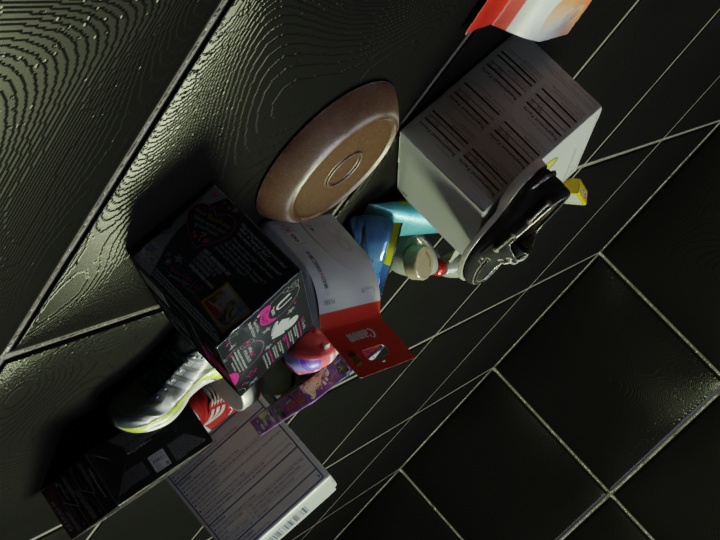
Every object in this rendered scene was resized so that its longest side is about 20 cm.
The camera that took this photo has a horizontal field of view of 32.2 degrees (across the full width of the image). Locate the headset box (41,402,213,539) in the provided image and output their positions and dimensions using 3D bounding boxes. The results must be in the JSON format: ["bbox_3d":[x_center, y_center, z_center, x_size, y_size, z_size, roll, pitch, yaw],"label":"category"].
[{"bbox_3d":[-0.290,0.243,1.525,0.149,0.077,0.200,-31,177,-37],"label":"headset box"}]

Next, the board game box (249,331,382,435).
[{"bbox_3d":[-0.057,0.140,1.520,0.120,0.032,0.200,-32,176,-27],"label":"board game box"}]

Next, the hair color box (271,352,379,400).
[{"bbox_3d":[-0.061,0.116,1.794,0.200,0.100,0.061,-28,159,-46],"label":"hair color box"}]

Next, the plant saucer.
[{"bbox_3d":[-0.026,-0.119,1.350,0.200,0.034,0.200,-41,166,-13],"label":"plant saucer"}]

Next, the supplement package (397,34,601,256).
[{"bbox_3d":[0.167,-0.149,1.555,0.200,0.147,0.191,-41,166,-12],"label":"supplement package"}]

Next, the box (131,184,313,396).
[{"bbox_3d":[-0.133,0.023,1.266,0.115,0.132,0.200,-42,165,-12],"label":"box"}]

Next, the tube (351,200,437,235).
[{"bbox_3d":[0.086,-0.072,1.678,0.199,0.051,0.078,-7,143,-28],"label":"tube"}]

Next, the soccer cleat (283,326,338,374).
[{"bbox_3d":[-0.061,0.094,1.440,0.200,0.066,0.077,-100,-158,-78],"label":"soccer cleat"}]

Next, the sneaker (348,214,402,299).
[{"bbox_3d":[0.000,0.000,1.662,0.201,0.078,0.066,104,-2,-46],"label":"sneaker"}]

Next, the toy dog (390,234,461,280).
[{"bbox_3d":[0.090,-0.038,1.785,0.200,0.131,0.097,-7,103,-74],"label":"toy dog"}]

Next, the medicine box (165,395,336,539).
[{"bbox_3d":[-0.167,0.292,1.807,0.182,0.200,0.103,-41,163,-8],"label":"medicine box"}]

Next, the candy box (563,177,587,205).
[{"bbox_3d":[0.207,-0.117,1.713,0.102,0.199,0.027,12,85,-74],"label":"candy box"}]

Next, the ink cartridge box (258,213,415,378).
[{"bbox_3d":[-0.020,0.022,1.430,0.057,0.200,0.162,-52,163,20],"label":"ink cartridge box"}]

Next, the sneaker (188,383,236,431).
[{"bbox_3d":[-0.191,0.159,1.625,0.112,0.071,0.200,-37,173,-7],"label":"sneaker"}]

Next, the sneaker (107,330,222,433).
[{"bbox_3d":[-0.215,0.110,1.457,0.200,0.074,0.081,-39,149,-24],"label":"sneaker"}]

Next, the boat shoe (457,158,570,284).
[{"bbox_3d":[0.180,-0.043,1.466,0.074,0.060,0.200,-27,156,-46],"label":"boat shoe"}]

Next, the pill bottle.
[{"bbox_3d":[-0.099,0.088,1.588,0.200,0.112,0.112,-36,164,-26],"label":"pill bottle"}]

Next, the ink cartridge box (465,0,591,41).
[{"bbox_3d":[0.219,-0.325,1.392,0.200,0.050,0.162,-30,161,-52],"label":"ink cartridge box"}]
